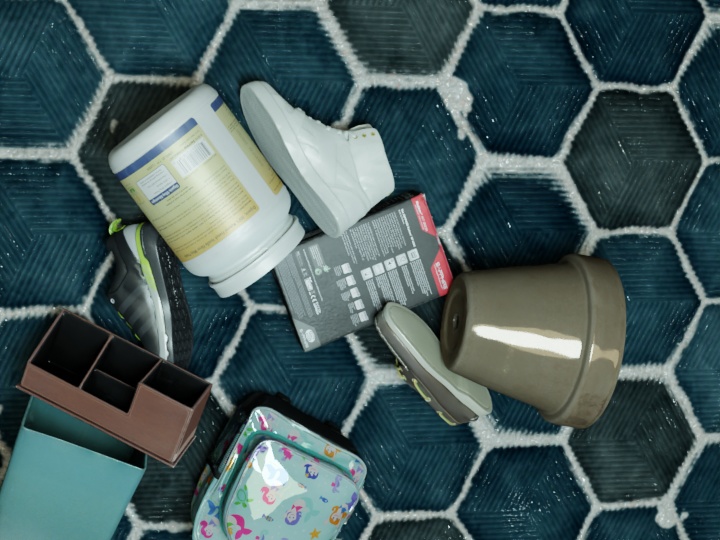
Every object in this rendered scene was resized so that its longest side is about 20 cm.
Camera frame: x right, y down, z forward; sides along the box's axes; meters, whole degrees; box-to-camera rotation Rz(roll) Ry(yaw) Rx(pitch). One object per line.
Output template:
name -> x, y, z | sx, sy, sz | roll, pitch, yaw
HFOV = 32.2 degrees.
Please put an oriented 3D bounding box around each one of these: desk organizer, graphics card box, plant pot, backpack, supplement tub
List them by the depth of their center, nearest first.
supplement tub -> -0.166, -0.086, 1.370 | 0.144, 0.144, 0.201 | -37, 104, -3
desk organizer -> -0.271, 0.128, 1.384 | 0.198, 0.072, 0.078 | 26, 115, 4
plant pot -> -0.340, 0.256, 1.403 | 0.140, 0.142, 0.202 | 22, 103, -13
plant pot -> 0.188, 0.073, 1.436 | 0.172, 0.200, 0.203 | 8, 98, -12
backpack -> -0.101, 0.269, 1.447 | 0.176, 0.151, 0.201 | 30, 98, -15
graphics card box -> 0.000, 0.000, 1.465 | 0.198, 0.051, 0.127 | -23, 104, -8

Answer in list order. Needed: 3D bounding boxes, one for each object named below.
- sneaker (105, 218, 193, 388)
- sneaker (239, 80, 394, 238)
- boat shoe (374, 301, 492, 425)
sneaker -> -0.247, 0.038, 1.428 | 0.082, 0.072, 0.203 | -5, 100, 15
sneaker -> -0.044, -0.149, 1.430 | 0.115, 0.074, 0.201 | -36, 93, -24
boat shoe -> 0.077, 0.116, 1.474 | 0.059, 0.072, 0.200 | -31, 124, 26
